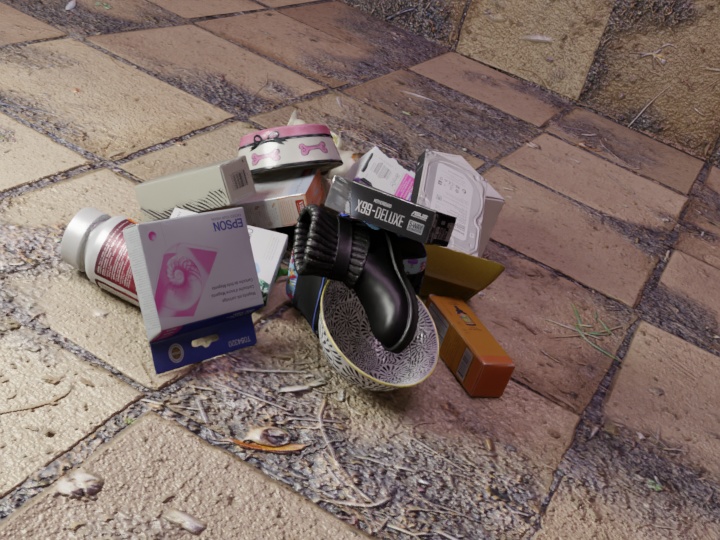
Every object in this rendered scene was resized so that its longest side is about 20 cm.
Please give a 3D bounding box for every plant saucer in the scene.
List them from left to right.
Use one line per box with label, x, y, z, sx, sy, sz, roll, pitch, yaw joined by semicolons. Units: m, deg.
plant saucer;0.129;0.009;1.690;0.196;0.049;0.200;16;-16;-6

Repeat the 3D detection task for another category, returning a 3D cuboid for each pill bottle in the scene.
pill bottle;-0.333;-0.012;1.432;0.197;0.111;0.110;25;26;12

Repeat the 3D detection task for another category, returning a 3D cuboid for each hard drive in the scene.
hard drive;0.155;-0.109;1.744;0.138;0.038;0.203;25;54;-16

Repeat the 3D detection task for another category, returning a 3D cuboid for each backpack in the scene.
backpack;0.000;0.000;1.550;0.197;0.186;0.134;-5;30;-31

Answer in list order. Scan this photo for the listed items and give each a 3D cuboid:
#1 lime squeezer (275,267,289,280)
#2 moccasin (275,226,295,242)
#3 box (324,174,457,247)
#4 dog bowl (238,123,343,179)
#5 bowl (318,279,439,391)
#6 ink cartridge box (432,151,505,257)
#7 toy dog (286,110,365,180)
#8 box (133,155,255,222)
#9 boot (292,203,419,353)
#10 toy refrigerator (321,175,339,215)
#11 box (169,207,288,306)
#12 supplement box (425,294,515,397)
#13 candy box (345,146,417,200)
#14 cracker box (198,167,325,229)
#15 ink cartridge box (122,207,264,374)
lime squeezer;-0.168;0.000;1.622;0.196;0.039;0.070;7;-3;-22
moccasin;-0.076;-0.076;1.768;0.198;0.075;0.077;12;-3;29
box;0.049;-0.085;1.429;0.155;0.051;0.200;22;5;14
dog bowl;-0.133;-0.214;1.767;0.196;0.075;0.200;-9;0;0
bowl;0.009;0.103;1.433;0.198;0.094;0.203;20;47;-22
ink cartridge box;0.193;-0.130;1.981;0.083;0.147;0.201;6;29;-28
toy dog;-0.072;-0.220;1.967;0.197;0.142;0.194;24;5;-9
box;-0.279;-0.136;1.638;0.197;0.070;0.082;-9;14;34
boot;-0.012;0.012;1.357;0.156;0.080;0.214;16;43;-33
toy refrigerator;-0.016;-0.100;1.836;0.198;0.077;0.070;27;53;16
box;-0.226;-0.024;1.555;0.196;0.037;0.146;12;41;2
supplement box;0.169;0.118;1.578;0.065;0.070;0.201;5;31;-28
candy box;0.070;-0.136;1.848;0.198;0.072;0.168;33;-13;-10
cracker box;-0.170;-0.119;1.713;0.196;0.059;0.134;-9;23;13
ink cartridge box;-0.222;0.023;1.360;0.043;0.204;0.195;-13;1;41
